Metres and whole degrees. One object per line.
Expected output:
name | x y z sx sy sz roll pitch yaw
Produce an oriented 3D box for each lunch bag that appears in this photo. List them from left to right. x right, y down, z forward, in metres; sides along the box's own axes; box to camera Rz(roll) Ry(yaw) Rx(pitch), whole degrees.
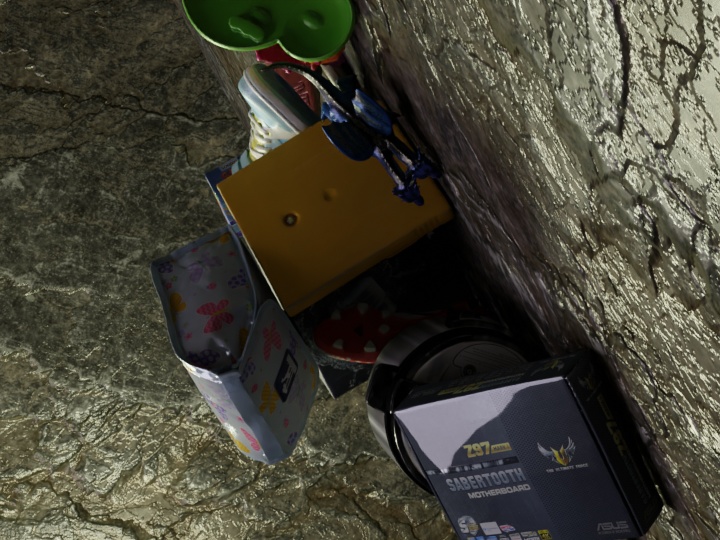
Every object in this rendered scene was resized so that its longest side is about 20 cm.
lunch bag | -0.123 0.084 1.462 0.201 0.126 0.170 -111 -4 -45

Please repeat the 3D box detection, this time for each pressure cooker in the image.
pressure cooker | 0.103 0.138 1.387 0.180 0.175 0.200 65 175 -7

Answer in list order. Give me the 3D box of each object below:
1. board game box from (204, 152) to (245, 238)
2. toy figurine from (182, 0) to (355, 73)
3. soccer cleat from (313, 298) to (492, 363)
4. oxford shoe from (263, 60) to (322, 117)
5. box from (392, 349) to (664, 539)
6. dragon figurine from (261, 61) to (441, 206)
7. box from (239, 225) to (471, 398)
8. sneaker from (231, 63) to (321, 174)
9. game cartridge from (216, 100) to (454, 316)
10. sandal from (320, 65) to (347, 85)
board game box | -0.089 -0.125 1.769 0.035 0.199 0.136 59 174 25
toy figurine | -0.068 -0.263 1.468 0.199 0.151 0.184 34 180 18
soccer cleat | 0.048 0.077 1.525 0.085 0.198 0.069 93 169 -57
oxford shoe | -0.067 -0.214 1.676 0.074 0.070 0.202 -6 -91 -56
box | 0.142 0.162 1.215 0.199 0.051 0.159 -16 106 42
dragon figurine | -0.002 -0.146 1.374 0.200 0.059 0.100 40 -169 -20
box | 0.000 0.000 1.578 0.201 0.196 0.117 64 173 -30
sneaker | -0.106 -0.136 1.545 0.200 0.130 0.080 43 -165 -52
game cartridge | -0.028 -0.072 1.457 0.177 0.199 0.032 59 178 29
sandal | -0.019 -0.168 1.652 0.202 0.057 0.080 65 174 -34
